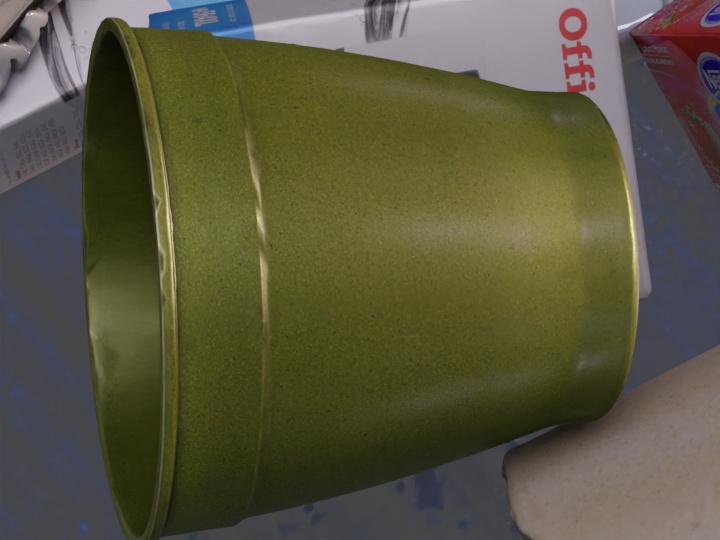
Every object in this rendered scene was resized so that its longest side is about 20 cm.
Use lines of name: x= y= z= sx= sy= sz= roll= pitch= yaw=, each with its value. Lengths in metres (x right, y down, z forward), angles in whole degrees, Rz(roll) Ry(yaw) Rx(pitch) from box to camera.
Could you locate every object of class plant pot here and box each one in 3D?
plant pot: x=0.000 y=0.000 z=1.085 sx=0.191 sy=0.201 sz=0.202 roll=-3 pitch=70 yaw=-14
plant pot: x=0.162 y=0.109 z=1.132 sx=0.182 sy=0.201 sz=0.202 roll=-20 pitch=71 yaw=5

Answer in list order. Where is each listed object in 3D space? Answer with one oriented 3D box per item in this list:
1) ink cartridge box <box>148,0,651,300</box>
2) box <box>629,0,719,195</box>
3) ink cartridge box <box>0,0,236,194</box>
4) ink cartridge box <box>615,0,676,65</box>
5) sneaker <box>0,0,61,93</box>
ink cartridge box: x=0.016 y=-0.050 z=1.203 sx=0.198 sy=0.084 sz=0.147 roll=-9 pitch=102 yaw=-2
box: x=0.200 y=-0.082 z=1.168 sx=0.095 sy=0.200 sz=0.100 roll=-33 pitch=102 yaw=-8
ink cartridge box: x=-0.156 y=-0.111 z=1.265 sx=0.199 sy=0.068 sz=0.116 roll=-29 pitch=72 yaw=-9
ink cartridge box: x=0.091 y=-0.189 z=1.302 sx=0.159 sy=0.047 sz=0.201 roll=-22 pitch=74 yaw=-7
sneaker: x=-0.138 y=-0.161 z=1.206 sx=0.075 sy=0.081 sz=0.201 roll=29 pitch=70 yaw=13
